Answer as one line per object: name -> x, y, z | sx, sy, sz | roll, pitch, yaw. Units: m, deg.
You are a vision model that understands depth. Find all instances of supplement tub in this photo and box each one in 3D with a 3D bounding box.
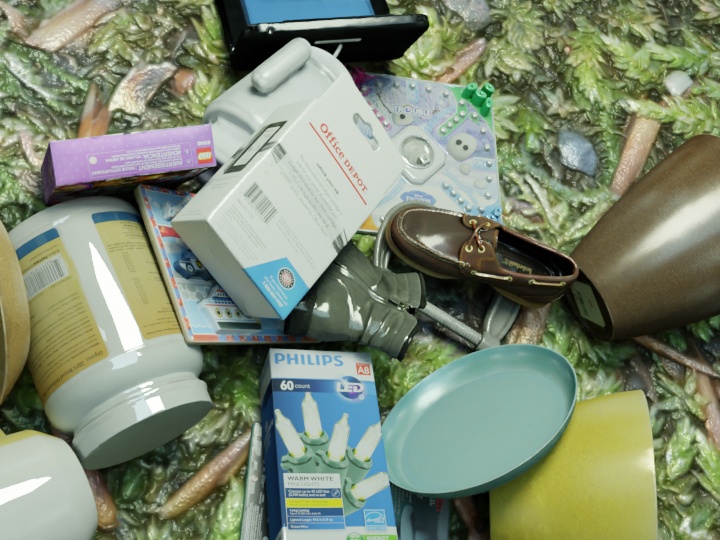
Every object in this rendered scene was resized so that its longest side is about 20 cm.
supplement tub -> -0.224, 0.054, 0.897 | 0.143, 0.145, 0.202 | -21, 73, -23

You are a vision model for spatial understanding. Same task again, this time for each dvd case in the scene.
dvd case -> -0.012, 0.226, 0.952 | 0.196, 0.022, 0.148 | 9, 64, -11

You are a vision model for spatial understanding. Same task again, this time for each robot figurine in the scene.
robot figurine -> -0.078, -0.148, 1.018 | 0.112, 0.171, 0.200 | 35, 55, 17

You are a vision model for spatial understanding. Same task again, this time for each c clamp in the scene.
c clamp -> 0.090, 0.026, 1.053 | 0.199, 0.027, 0.172 | 36, 66, -4

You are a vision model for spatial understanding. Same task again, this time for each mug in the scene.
mug -> -0.304, 0.186, 0.820 | 0.152, 0.149, 0.189 | -22, 80, -32

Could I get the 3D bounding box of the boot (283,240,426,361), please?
boot -> 0.000, 0.000, 1.002 | 0.128, 0.068, 0.202 | 12, 49, -7

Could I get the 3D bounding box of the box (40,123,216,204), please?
box -> -0.218, -0.094, 0.937 | 0.135, 0.200, 0.040 | -9, 92, -19

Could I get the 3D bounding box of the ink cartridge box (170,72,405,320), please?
ink cartridge box -> -0.059, -0.069, 0.915 | 0.201, 0.067, 0.117 | -51, 119, -27

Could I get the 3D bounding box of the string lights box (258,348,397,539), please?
string lights box -> -0.032, 0.171, 0.913 | 0.101, 0.059, 0.202 | 3, 51, -16

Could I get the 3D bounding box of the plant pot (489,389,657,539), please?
plant pot -> 0.190, 0.212, 0.940 | 0.139, 0.201, 0.203 | -1, 64, 10

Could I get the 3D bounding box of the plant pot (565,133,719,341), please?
plant pot -> 0.318, -0.013, 1.085 | 0.198, 0.187, 0.189 | -29, 76, -11

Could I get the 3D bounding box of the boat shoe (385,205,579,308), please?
boat shoe -> 0.125, -0.023, 1.037 | 0.197, 0.070, 0.071 | 17, 65, -13

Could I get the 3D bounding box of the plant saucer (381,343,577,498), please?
plant saucer -> 0.108, 0.140, 0.938 | 0.200, 0.199, 0.028 | -42, 118, -27

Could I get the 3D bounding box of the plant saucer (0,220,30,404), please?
plant saucer -> -0.322, 0.018, 0.862 | 0.035, 0.200, 0.202 | -14, 70, -38

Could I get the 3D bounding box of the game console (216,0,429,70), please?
game console -> -0.046, -0.285, 1.104 | 0.197, 0.176, 0.119 | -8, 87, -15

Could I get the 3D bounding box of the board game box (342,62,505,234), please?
board game box -> 0.063, -0.131, 1.133 | 0.196, 0.026, 0.203 | 5, 65, -14

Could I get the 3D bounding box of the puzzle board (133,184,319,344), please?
puzzle board -> -0.116, -0.003, 0.959 | 0.199, 0.017, 0.153 | 6, 57, -58
